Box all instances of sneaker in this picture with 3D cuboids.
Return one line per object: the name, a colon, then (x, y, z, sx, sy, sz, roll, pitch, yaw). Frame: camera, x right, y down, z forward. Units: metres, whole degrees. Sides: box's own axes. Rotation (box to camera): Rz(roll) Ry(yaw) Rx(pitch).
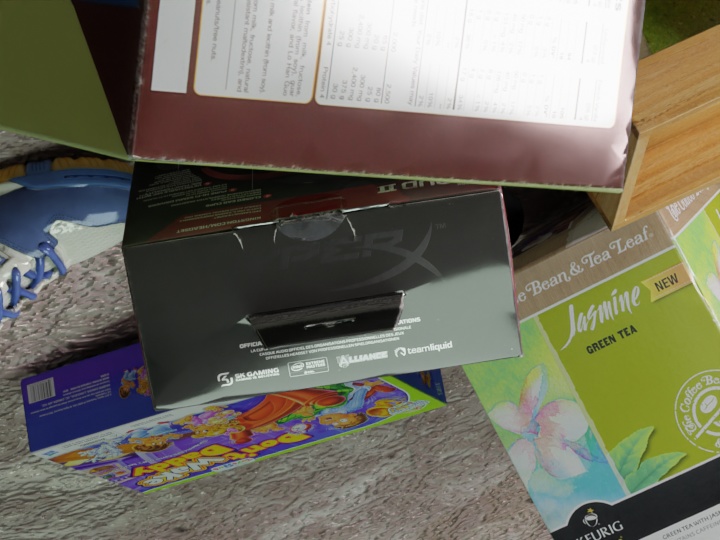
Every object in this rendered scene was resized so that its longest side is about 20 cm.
sneaker: (-0.188, 0.014, 1.154, 0.200, 0.088, 0.075, -21, 153, 6)

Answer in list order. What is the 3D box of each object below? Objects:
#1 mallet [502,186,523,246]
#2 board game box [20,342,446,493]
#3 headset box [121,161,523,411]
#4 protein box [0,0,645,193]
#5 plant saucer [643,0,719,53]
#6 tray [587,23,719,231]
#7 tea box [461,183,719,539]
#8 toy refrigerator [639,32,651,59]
mallet: (0.000, 0.000, 1.313, 0.200, 0.041, 0.066, -29, 155, 34)
board game box: (-0.069, 0.069, 1.353, 0.200, 0.045, 0.134, -18, 159, 20)
headset box: (-0.016, -0.017, 0.984, 0.149, 0.200, 0.075, -9, 112, 1)
protein box: (-0.036, -0.110, 0.837, 0.200, 0.135, 0.198, 2, -172, -36)
plant saucer: (0.211, -0.109, 1.203, 0.200, 0.048, 0.200, 3, 148, -38)
tray: (0.198, -0.092, 1.091, 0.200, 0.037, 0.099, -24, 159, -12)
tea box: (0.160, 0.057, 1.259, 0.134, 0.197, 0.200, -28, -177, 21)
toy refrigerator: (0.034, -0.080, 1.117, 0.200, 0.076, 0.070, -20, 155, 7)
